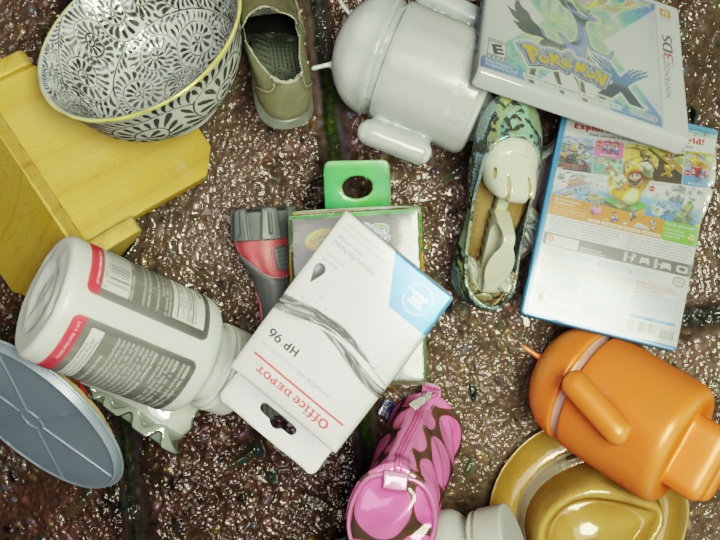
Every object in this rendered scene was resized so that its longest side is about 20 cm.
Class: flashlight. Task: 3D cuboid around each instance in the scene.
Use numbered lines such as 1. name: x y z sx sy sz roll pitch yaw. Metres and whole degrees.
1. flashlight: -0.090 0.039 0.901 0.067 0.068 0.204 -2 96 8

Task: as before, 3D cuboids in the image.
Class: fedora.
1. fedora: 0.223 0.241 0.878 0.196 0.082 0.205 0 92 2

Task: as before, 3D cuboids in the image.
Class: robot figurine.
1. robot figurine: 0.235 0.125 0.829 0.199 0.143 0.118 32 134 34
2. robot figurine: 0.057 -0.185 0.861 0.197 0.113 0.172 22 76 1

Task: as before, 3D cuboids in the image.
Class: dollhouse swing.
1. dollhouse swing: -0.282 -0.104 0.917 0.181 0.175 0.201 -35 90 44

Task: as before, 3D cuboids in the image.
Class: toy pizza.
1. toy pizza: -0.301 0.130 0.870 0.199 0.201 0.032 34 51 2

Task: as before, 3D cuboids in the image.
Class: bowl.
1. bowl: -0.184 -0.186 0.841 0.197 0.095 0.204 -9 57 13

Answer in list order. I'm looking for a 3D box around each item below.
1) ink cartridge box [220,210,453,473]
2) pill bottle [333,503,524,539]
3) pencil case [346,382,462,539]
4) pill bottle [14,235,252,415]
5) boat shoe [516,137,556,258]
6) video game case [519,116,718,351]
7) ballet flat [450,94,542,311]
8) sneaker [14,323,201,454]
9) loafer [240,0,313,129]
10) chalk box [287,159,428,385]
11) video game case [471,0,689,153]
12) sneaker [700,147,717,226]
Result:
1. ink cartridge box: -0.026 0.066 0.770 0.115 0.068 0.201 37 93 3
2. pill bottle: 0.054 0.288 0.850 0.197 0.114 0.116 -21 90 18
3. pencil case: 0.043 0.177 0.827 0.089 0.200 0.095 19 107 6
4. pill bottle: -0.192 0.059 0.818 0.198 0.110 0.112 28 92 -32
5. boat shoe: 0.176 -0.076 0.882 0.201 0.065 0.075 -41 89 3
6. video game case: 0.232 -0.043 0.827 0.140 0.018 0.204 13 85 3
7. ballet flat: 0.129 -0.055 0.819 0.073 0.074 0.203 7 114 2
8. sneaker: -0.241 0.089 0.906 0.198 0.074 0.089 33 83 -5
9. loafer: -0.083 -0.235 0.866 0.074 0.070 0.203 -14 72 -14
10. chalk box: 0.000 0.000 0.864 0.122 0.124 0.204 -2 90 3
11. video game case: 0.201 -0.205 0.834 0.197 0.022 0.185 16 53 -7
12. sneaker: 0.275 -0.046 0.876 0.084 0.077 0.203 23 92 7
